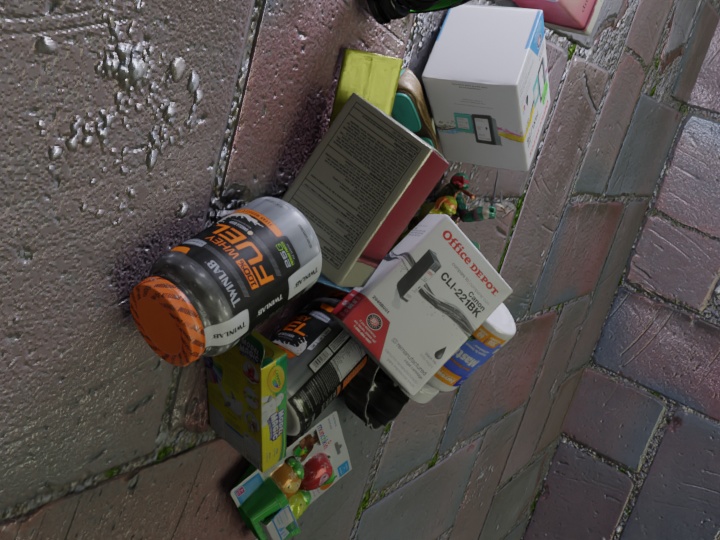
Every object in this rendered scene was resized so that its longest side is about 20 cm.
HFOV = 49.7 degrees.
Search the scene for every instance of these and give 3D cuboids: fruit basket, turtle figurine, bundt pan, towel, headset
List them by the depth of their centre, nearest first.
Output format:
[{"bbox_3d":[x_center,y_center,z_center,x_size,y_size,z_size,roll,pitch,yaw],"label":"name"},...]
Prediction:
[{"bbox_3d":[0.051,-0.361,0.951,0.198,0.123,0.095,-9,96,-37],"label":"headset"},{"bbox_3d":[-0.004,-0.187,1.034,0.085,0.018,0.202,4,112,-24],"label":"towel"},{"bbox_3d":[-0.097,0.332,1.211,0.199,0.094,0.186,-30,140,-18],"label":"fruit basket"},{"bbox_3d":[0.095,-0.066,1.212,0.161,0.064,0.200,-40,-168,27],"label":"turtle figurine"},{"bbox_3d":[0.164,-0.094,1.356,0.150,0.100,0.202,-123,-125,-77],"label":"turtle figurine"},{"bbox_3d":[0.038,0.173,1.361,0.202,0.075,0.204,-39,141,-40],"label":"bundt pan"}]

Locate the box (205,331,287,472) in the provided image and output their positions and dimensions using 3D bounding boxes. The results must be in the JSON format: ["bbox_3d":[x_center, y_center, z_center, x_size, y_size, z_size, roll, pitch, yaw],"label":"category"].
[{"bbox_3d":[-0.146,0.144,0.984,0.048,0.117,0.202,-29,136,-38],"label":"box"}]

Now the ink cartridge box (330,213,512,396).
[{"bbox_3d":[0.082,0.042,1.046,0.200,0.144,0.084,-45,-168,-7],"label":"ink cartridge box"}]

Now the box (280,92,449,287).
[{"bbox_3d":[-0.002,-0.095,0.974,0.201,0.127,0.109,-54,164,9],"label":"box"}]

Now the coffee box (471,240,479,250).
[{"bbox_3d":[0.170,0.042,1.394,0.201,0.044,0.124,-77,-169,-55],"label":"coffee box"}]

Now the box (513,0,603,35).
[{"bbox_3d":[0.335,-0.493,1.304,0.199,0.108,0.129,1,111,-59],"label":"box"}]

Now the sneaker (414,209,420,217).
[{"bbox_3d":[0.028,-0.069,1.155,0.120,0.083,0.202,-5,111,-49],"label":"sneaker"}]

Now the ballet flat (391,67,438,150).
[{"bbox_3d":[0.081,-0.222,1.161,0.201,0.067,0.073,61,38,-52],"label":"ballet flat"}]

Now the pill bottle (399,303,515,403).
[{"bbox_3d":[0.146,0.124,1.257,0.200,0.112,0.112,-48,159,24],"label":"pill bottle"}]

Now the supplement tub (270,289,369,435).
[{"bbox_3d":[-0.066,0.123,1.099,0.200,0.122,0.123,-45,145,-34],"label":"supplement tub"}]

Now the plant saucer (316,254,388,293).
[{"bbox_3d":[0.000,0.000,1.083,0.019,0.198,0.071,-125,-124,-77],"label":"plant saucer"}]

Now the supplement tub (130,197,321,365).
[{"bbox_3d":[-0.147,0.011,0.861,0.200,0.122,0.124,-39,142,-41],"label":"supplement tub"}]

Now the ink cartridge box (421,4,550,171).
[{"bbox_3d":[0.199,-0.277,1.194,0.148,0.144,0.200,-68,155,-22],"label":"ink cartridge box"}]
